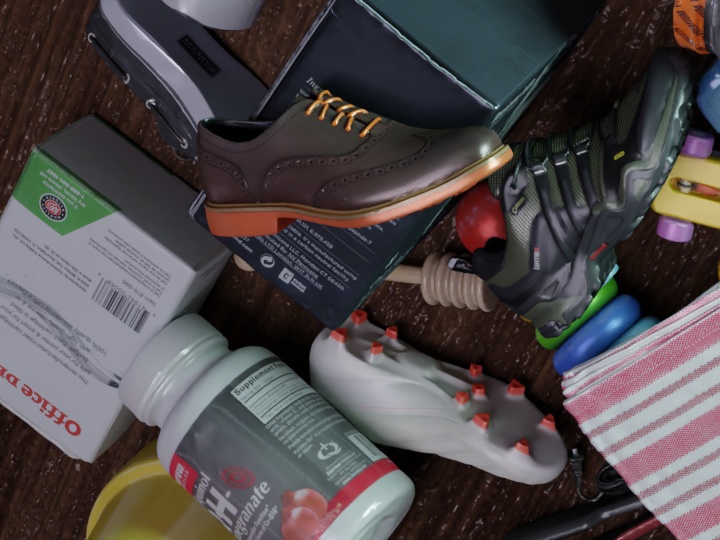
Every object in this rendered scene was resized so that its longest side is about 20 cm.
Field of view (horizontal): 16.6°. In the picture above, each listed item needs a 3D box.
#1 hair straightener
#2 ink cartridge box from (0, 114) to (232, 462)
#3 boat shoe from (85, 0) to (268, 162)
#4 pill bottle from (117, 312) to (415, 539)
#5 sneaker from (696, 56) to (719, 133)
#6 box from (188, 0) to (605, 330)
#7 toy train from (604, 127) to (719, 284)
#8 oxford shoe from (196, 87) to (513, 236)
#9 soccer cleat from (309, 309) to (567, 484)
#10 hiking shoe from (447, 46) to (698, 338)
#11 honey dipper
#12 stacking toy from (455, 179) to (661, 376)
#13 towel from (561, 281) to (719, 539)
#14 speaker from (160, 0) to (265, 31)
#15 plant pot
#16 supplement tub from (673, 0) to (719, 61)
[{"bbox_3d":[0.166,0.153,1.662,0.200,0.041,0.077,-30,97,34],"label":"hair straightener"},{"bbox_3d":[-0.194,0.015,1.759,0.146,0.083,0.200,37,123,7],"label":"ink cartridge box"},{"bbox_3d":[-0.114,-0.110,1.672,0.200,0.070,0.066,47,132,1],"label":"boat shoe"},{"bbox_3d":[-0.068,0.123,1.690,0.200,0.111,0.111,41,125,15],"label":"pill bottle"},{"bbox_3d":[0.281,-0.057,1.476,0.200,0.090,0.078,40,124,6],"label":"sneaker"},{"bbox_3d":[0.024,-0.101,1.522,0.124,0.200,0.197,38,125,5],"label":"box"},{"bbox_3d":[0.206,-0.006,1.547,0.200,0.056,0.150,40,113,3],"label":"toy train"},{"bbox_3d":[-0.010,-0.066,1.394,0.199,0.071,0.073,-7,106,28],"label":"oxford shoe"},{"bbox_3d":[0.052,0.099,1.685,0.200,0.069,0.078,28,128,22],"label":"soccer cleat"},{"bbox_3d":[0.127,-0.057,1.486,0.100,0.076,0.200,30,112,4],"label":"hiking shoe"},{"bbox_3d":[0.000,0.000,1.681,0.199,0.038,0.038,6,115,27],"label":"honey dipper"},{"bbox_3d":[0.135,0.024,1.601,0.200,0.085,0.085,47,125,6],"label":"stacking toy"},{"bbox_3d":[0.236,0.107,1.528,0.146,0.030,0.200,-32,108,27],"label":"towel"},{"bbox_3d":[-0.065,-0.254,1.569,0.081,0.081,0.200,34,124,9],"label":"speaker"},{"bbox_3d":[-0.130,0.236,1.765,0.200,0.189,0.202,11,116,23],"label":"plant pot"},{"bbox_3d":[0.288,-0.151,1.410,0.199,0.123,0.123,17,119,21],"label":"supplement tub"}]
